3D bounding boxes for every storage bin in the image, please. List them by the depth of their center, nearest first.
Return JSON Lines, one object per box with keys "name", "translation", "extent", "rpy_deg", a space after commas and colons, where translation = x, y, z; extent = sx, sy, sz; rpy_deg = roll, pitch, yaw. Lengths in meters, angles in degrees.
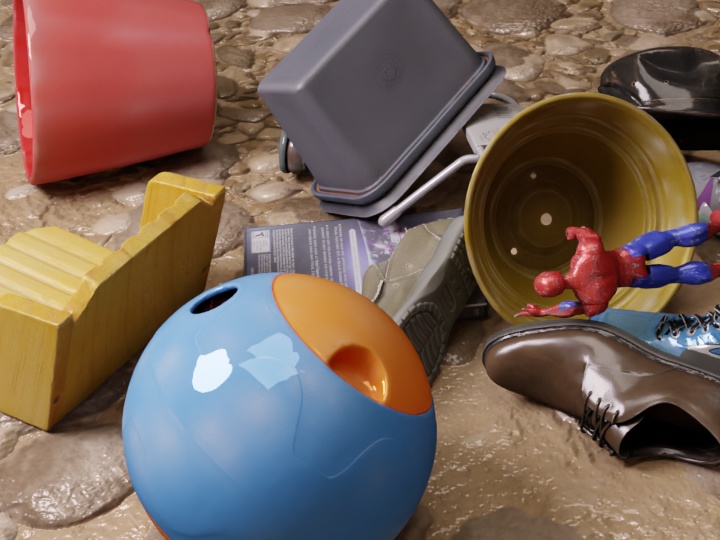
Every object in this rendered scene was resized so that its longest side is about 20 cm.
{"name": "storage bin", "translation": [0.007, -0.169, 1.226], "extent": [0.200, 0.134, 0.145], "rpy_deg": [-47, 27, -18]}

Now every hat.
{"name": "hat", "translation": [0.275, -0.156, 1.213], "extent": [0.200, 0.081, 0.201], "rpy_deg": [4, -7, 1]}

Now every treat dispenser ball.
{"name": "treat dispenser ball", "translation": [-0.051, 0.101, 0.868], "extent": [0.200, 0.201, 0.201], "rpy_deg": [-3, 36, 2]}

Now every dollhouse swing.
{"name": "dollhouse swing", "translation": [-0.244, -0.007, 1.080], "extent": [0.176, 0.182, 0.200], "rpy_deg": [33, 48, 14]}

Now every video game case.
{"name": "video game case", "translation": [0.000, 0.000, 1.158], "extent": [0.200, 0.019, 0.143], "rpy_deg": [-5, 36, -2]}

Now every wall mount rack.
{"name": "wall mount rack", "translation": [0.096, -0.099, 1.224], "extent": [0.173, 0.075, 0.200], "rpy_deg": [-1, 27, -7]}

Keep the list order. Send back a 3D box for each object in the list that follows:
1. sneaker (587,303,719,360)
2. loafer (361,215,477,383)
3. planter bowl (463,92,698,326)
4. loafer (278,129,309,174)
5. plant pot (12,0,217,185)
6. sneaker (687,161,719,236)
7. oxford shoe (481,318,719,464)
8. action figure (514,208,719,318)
{"name": "sneaker", "translation": [0.267, 0.044, 1.005], "extent": [0.200, 0.090, 0.078], "rpy_deg": [5, 37, 17]}
{"name": "loafer", "translation": [0.032, 0.034, 1.062], "extent": [0.070, 0.075, 0.200], "rpy_deg": [4, 42, 33]}
{"name": "planter bowl", "translation": [0.164, -0.041, 1.092], "extent": [0.200, 0.201, 0.083], "rpy_deg": [-15, 8, -14]}
{"name": "loafer", "translation": [-0.026, -0.157, 1.338], "extent": [0.063, 0.072, 0.200], "rpy_deg": [11, 36, 11]}
{"name": "plant pot", "translation": [-0.239, -0.188, 1.312], "extent": [0.177, 0.201, 0.201], "rpy_deg": [-4, 35, -17]}
{"name": "sneaker", "translation": [0.349, -0.085, 1.131], "extent": [0.078, 0.140, 0.200], "rpy_deg": [-30, 43, -30]}
{"name": "oxford shoe", "translation": [0.177, 0.089, 0.971], "extent": [0.200, 0.073, 0.084], "rpy_deg": [12, 41, 21]}
{"name": "action figure", "translation": [0.193, -0.005, 1.031], "extent": [0.200, 0.065, 0.099], "rpy_deg": [-11, 8, -36]}
